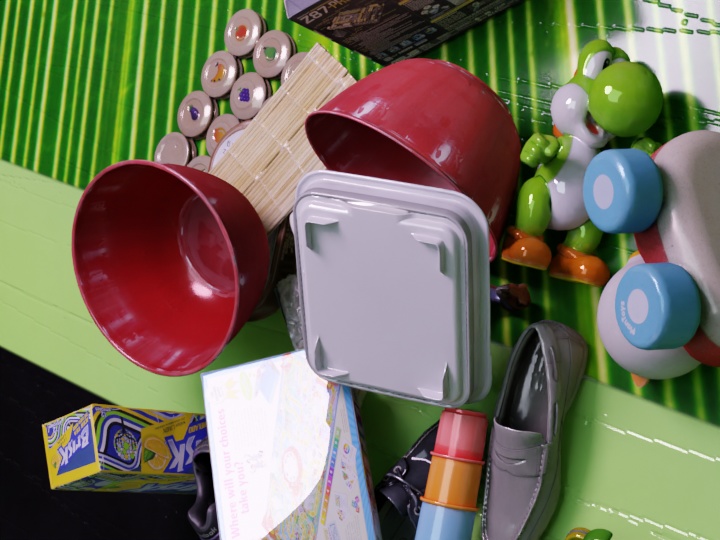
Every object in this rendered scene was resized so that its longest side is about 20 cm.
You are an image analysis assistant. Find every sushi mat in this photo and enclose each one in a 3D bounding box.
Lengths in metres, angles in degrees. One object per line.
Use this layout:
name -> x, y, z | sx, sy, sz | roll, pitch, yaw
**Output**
sushi mat -> -0.072, -0.113, 1.415 | 0.200, 0.012, 0.096 | -47, 66, 19

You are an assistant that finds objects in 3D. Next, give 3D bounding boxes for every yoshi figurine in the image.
yoshi figurine -> 0.189, -0.091, 1.218 | 0.112, 0.112, 0.201 | 15, 89, 22

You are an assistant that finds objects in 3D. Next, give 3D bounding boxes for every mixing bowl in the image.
mixing bowl -> -0.159, -0.015, 1.383 | 0.199, 0.108, 0.201 | 12, 112, 31
mixing bowl -> 0.063, -0.109, 1.276 | 0.200, 0.200, 0.109 | 26, 73, 37

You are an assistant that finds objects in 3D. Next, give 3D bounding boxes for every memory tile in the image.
memory tile -> -0.126, -0.156, 1.519 | 0.153, 0.017, 0.201 | 41, 107, 35

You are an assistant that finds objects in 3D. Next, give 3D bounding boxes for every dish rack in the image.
dish rack -> 0.019, 0.024, 1.207 | 0.171, 0.044, 0.201 | 11, 123, 23

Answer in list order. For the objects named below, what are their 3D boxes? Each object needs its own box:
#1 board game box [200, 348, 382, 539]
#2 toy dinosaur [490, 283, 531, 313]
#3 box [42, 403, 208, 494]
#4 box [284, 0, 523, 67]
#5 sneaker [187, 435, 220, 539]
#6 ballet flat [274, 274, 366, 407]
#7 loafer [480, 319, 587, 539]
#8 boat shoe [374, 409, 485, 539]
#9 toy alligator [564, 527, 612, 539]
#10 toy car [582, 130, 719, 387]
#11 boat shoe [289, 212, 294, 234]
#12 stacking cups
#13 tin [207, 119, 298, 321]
board game box -> -0.060, 0.170, 1.288 | 0.134, 0.034, 0.201 | -13, 63, 8
toy dinosaur -> 0.055, -0.012, 1.285 | 0.105, 0.180, 0.201 | 108, 163, -61
box -> -0.196, 0.170, 1.396 | 0.070, 0.200, 0.065 | -22, 70, 33
box -> 0.056, -0.255, 1.307 | 0.199, 0.161, 0.049 | -24, 68, 33
sneaker -> -0.109, 0.163, 1.370 | 0.076, 0.088, 0.201 | -24, 44, 32
ballet flat -> -0.030, 0.089, 1.373 | 0.072, 0.072, 0.201 | -27, 67, 31
loafer -> 0.133, 0.139, 1.231 | 0.070, 0.070, 0.201 | 10, 87, 40
boat shoe -> 0.038, 0.207, 1.295 | 0.074, 0.066, 0.200 | 44, 108, 35
toy alligator -> 0.149, 0.263, 1.212 | 0.054, 0.059, 0.200 | 47, 134, -2
toy car -> 0.237, 0.009, 1.146 | 0.200, 0.183, 0.178 | -45, 53, 56
boat shoe -> 0.000, 0.000, 1.363 | 0.060, 0.074, 0.200 | -47, 49, 26
stacking cups -> 0.073, 0.216, 1.245 | 0.060, 0.060, 0.201 | 8, 83, 38
tin -> -0.108, -0.049, 1.461 | 0.112, 0.042, 0.201 | 15, 94, 34
